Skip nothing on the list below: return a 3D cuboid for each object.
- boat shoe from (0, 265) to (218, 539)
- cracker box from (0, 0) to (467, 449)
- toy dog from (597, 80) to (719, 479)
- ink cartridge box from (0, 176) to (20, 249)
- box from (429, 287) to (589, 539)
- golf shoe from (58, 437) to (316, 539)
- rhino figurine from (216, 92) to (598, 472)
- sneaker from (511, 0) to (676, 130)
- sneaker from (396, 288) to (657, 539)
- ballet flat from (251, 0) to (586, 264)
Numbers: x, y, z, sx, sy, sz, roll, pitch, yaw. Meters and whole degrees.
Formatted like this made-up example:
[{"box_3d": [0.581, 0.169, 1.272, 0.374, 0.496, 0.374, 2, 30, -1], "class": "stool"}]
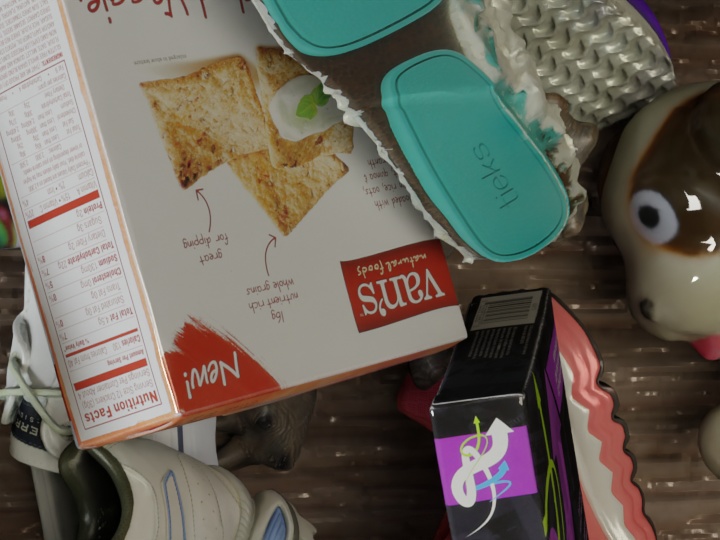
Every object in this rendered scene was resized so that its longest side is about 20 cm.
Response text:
[{"box_3d": [-0.090, 0.048, 0.800, 0.066, 0.073, 0.202, -27, 118, -30], "class": "boat shoe"}, {"box_3d": [-0.052, -0.055, 0.747, 0.133, 0.057, 0.202, -13, 86, -46], "class": "cracker box"}, {"box_3d": [0.189, -0.007, 0.895, 0.198, 0.139, 0.196, 16, 85, -19], "class": "toy dog"}, {"box_3d": [-0.154, -0.065, 0.819, 0.198, 0.042, 0.121, -6, 94, -22], "class": "ink cartridge box"}, {"box_3d": [0.063, 0.120, 0.794, 0.036, 0.143, 0.202, -7, 102, 9], "class": "box"}, {"box_3d": [-0.084, 0.141, 0.727, 0.097, 0.078, 0.201, 35, 44, -26], "class": "golf shoe"}, {"box_3d": [0.000, 0.000, 0.860, 0.200, 0.060, 0.087, -48, 120, 4], "class": "rhino figurine"}, {"box_3d": [0.050, -0.134, 0.876, 0.200, 0.069, 0.100, 34, 43, -35], "class": "sneaker"}, {"box_3d": [0.073, 0.113, 0.901, 0.086, 0.074, 0.202, -21, 94, -5], "class": "sneaker"}, {"box_3d": [0.009, -0.083, 0.717, 0.072, 0.072, 0.201, -43, 131, -14], "class": "ballet flat"}]
